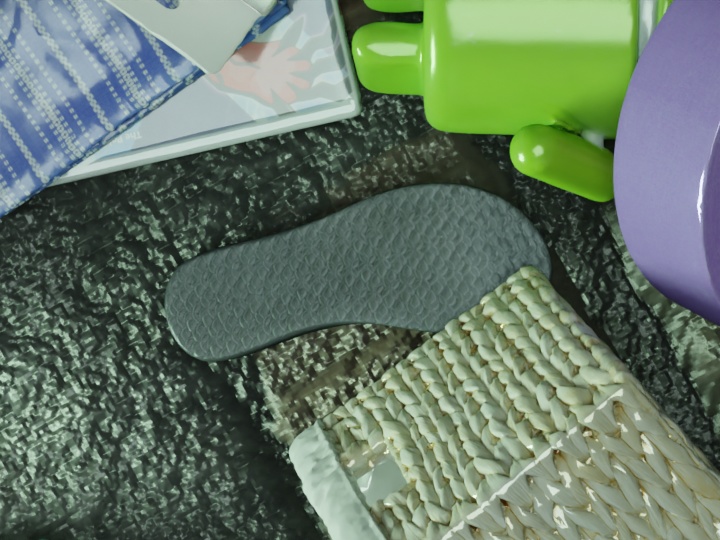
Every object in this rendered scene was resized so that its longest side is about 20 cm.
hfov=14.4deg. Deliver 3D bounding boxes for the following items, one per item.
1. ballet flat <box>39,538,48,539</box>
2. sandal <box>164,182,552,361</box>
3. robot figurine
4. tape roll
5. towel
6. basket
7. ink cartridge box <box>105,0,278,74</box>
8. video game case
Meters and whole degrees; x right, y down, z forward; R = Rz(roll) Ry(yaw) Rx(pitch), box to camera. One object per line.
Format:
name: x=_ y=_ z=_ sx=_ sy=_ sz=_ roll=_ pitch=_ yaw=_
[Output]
ballet flat: x=-0.242 y=0.177 z=1.473 sx=0.200 sy=0.067 sz=0.071 roll=-11 pitch=71 yaw=5
sandal: x=0.000 y=-0.001 z=1.446 sx=0.200 sy=0.043 sz=0.076 roll=-8 pitch=88 yaw=12
robot figurine: x=0.097 y=-0.123 z=1.384 sx=0.200 sy=0.116 sz=0.176 roll=2 pitch=78 yaw=3
tape roll: x=0.216 y=-0.063 z=1.350 sx=0.200 sy=0.066 sz=0.200 roll=-16 pitch=119 yaw=-31
towel: x=-0.151 y=-0.134 z=1.424 sx=0.200 sy=0.024 sz=0.145 roll=-36 pitch=92 yaw=8
basket: x=0.095 y=0.130 z=1.354 sx=0.161 sy=0.198 sz=0.200 roll=-42 pitch=110 yaw=3
ink cartridge box: x=-0.054 y=-0.207 z=1.364 sx=0.117 sy=0.067 sz=0.200 roll=35 pitch=68 yaw=-4
video game case: x=-0.115 y=-0.146 z=1.442 sx=0.200 sy=0.023 sz=0.183 roll=-13 pitch=95 yaw=5
